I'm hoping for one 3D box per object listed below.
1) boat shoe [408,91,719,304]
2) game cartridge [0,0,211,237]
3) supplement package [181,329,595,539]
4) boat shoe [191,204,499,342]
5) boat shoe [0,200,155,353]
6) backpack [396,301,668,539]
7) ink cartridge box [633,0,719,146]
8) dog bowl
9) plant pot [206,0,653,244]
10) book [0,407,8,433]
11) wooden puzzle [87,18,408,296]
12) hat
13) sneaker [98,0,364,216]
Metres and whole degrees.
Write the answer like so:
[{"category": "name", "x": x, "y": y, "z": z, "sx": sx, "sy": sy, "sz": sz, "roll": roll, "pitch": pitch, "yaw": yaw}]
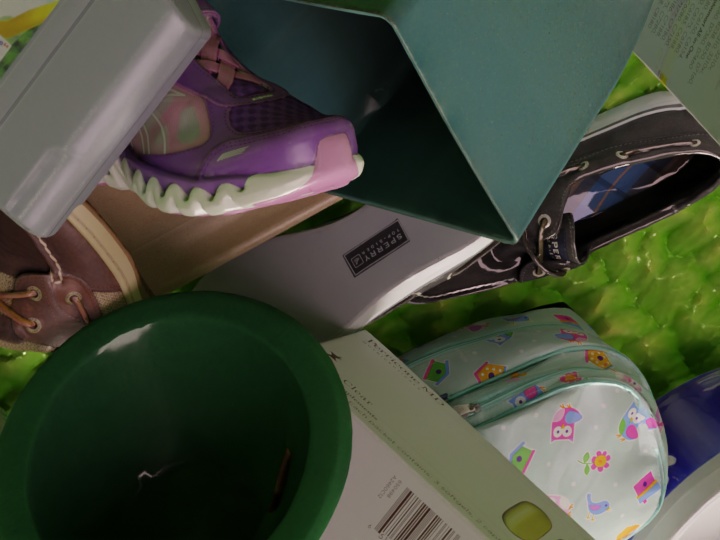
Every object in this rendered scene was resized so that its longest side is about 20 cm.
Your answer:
[{"category": "boat shoe", "x": 0.107, "y": -0.028, "z": 1.198, "sx": 0.199, "sy": 0.066, "sz": 0.070, "roll": -23, "pitch": 127, "yaw": -7}, {"category": "game cartridge", "x": -0.165, "y": -0.129, "z": 0.948, "sx": 0.134, "sy": 0.200, "sz": 0.040, "roll": -50, "pitch": 169, "yaw": 10}, {"category": "supplement package", "x": 0.011, "y": 0.155, "z": 1.097, "sx": 0.156, "sy": 0.200, "sz": 0.111, "roll": -52, "pitch": 167, "yaw": 16}, {"category": "boat shoe", "x": 0.000, "y": 0.000, "z": 1.163, "sx": 0.199, "sy": 0.069, "sz": 0.057, "roll": -27, "pitch": 166, "yaw": 17}, {"category": "boat shoe", "x": -0.148, "y": 0.010, "z": 1.064, "sx": 0.072, "sy": 0.072, "sz": 0.200, "roll": -44, "pitch": 138, "yaw": -13}, {"category": "backpack", "x": 0.068, "y": 0.108, "z": 1.235, "sx": 0.199, "sy": 0.127, "sz": 0.168, "roll": -23, "pitch": 125, "yaw": -12}, {"category": "ink cartridge box", "x": 0.208, "y": -0.105, "z": 1.107, "sx": 0.114, "sy": 0.200, "sz": 0.068, "roll": 12, "pitch": 117, "yaw": -29}, {"category": "dog bowl", "x": 0.219, "y": 0.154, "z": 1.340, "sx": 0.199, "sy": 0.079, "sz": 0.201, "roll": -20, "pitch": 135, "yaw": -21}, {"category": "plant pot", "x": 0.050, "y": -0.144, "z": 1.032, "sx": 0.200, "sy": 0.141, "sz": 0.142, "roll": -52, "pitch": 132, "yaw": -22}, {"category": "book", "x": -0.164, "y": 0.141, "z": 1.086, "sx": 0.133, "sy": 0.200, "sz": 0.048, "roll": 42, "pitch": 101, "yaw": -19}, {"category": "wooden puzzle", "x": -0.076, "y": -0.104, "z": 1.092, "sx": 0.184, "sy": 0.037, "sz": 0.201, "roll": -29, "pitch": 124, "yaw": -3}, {"category": "hat", "x": -0.077, "y": 0.139, "z": 1.061, "sx": 0.177, "sy": 0.164, "sz": 0.201, "roll": 74, "pitch": 35, "yaw": -55}, {"category": "sneaker", "x": -0.075, "y": -0.077, "z": 0.982, "sx": 0.080, "sy": 0.199, "sz": 0.089, "roll": -11, "pitch": 106, "yaw": -36}]
